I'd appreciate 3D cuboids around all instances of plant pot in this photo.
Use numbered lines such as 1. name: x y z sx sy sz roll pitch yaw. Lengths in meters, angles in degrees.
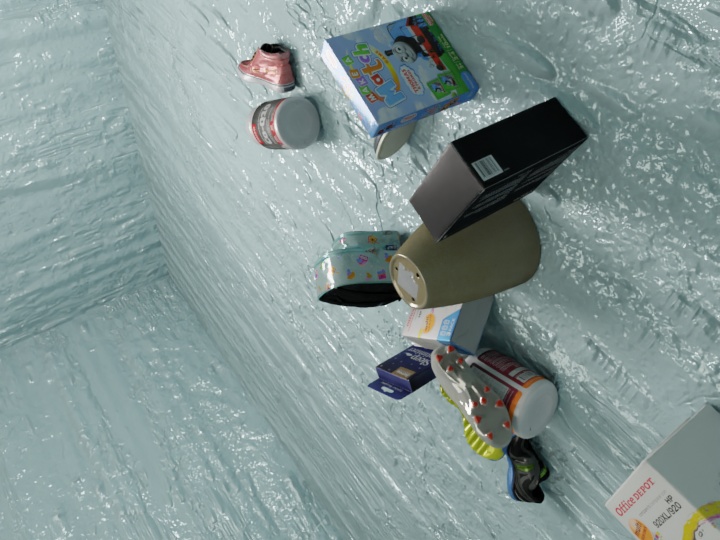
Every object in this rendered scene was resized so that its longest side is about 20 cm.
1. plant pot: 0.151 -0.021 0.961 0.187 0.199 0.189 42 147 36

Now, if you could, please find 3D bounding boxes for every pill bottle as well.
1. pill bottle: -0.187 -0.339 1.389 0.199 0.113 0.115 16 127 56
2. pill bottle: 0.247 0.208 1.086 0.199 0.109 0.111 29 138 49

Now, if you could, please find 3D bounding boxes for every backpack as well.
1. backpack: 0.000 0.000 1.254 0.176 0.198 0.155 145 114 -65

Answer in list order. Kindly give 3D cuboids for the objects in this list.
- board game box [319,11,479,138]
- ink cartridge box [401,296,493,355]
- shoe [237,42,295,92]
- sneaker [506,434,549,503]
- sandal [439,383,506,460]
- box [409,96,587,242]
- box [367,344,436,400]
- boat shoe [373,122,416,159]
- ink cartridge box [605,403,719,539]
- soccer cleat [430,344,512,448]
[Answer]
1. board game box: 0.060 -0.294 0.883 0.152 0.199 0.037 59 153 9
2. ink cartridge box: 0.151 0.088 1.138 0.067 0.116 0.199 28 165 -24
3. shoe: -0.223 -0.484 1.385 0.199 0.071 0.092 33 139 38
4. sneaker: 0.324 0.365 1.150 0.082 0.071 0.202 6 118 34
5. sandal: 0.235 0.283 1.175 0.080 0.087 0.201 -45 41 21
6. box: 0.182 -0.135 0.802 0.079 0.199 0.141 56 151 14
7. box: 0.117 0.190 1.206 0.121 0.199 0.033 8 121 58
8. boat shoe: 0.059 -0.279 1.039 0.062 0.074 0.201 51 150 20
9. ink cartridge box: 0.454 0.313 0.762 0.200 0.144 0.148 47 150 31
10. soccer cleat: 0.190 0.217 1.029 0.201 0.069 0.078 55 164 25
